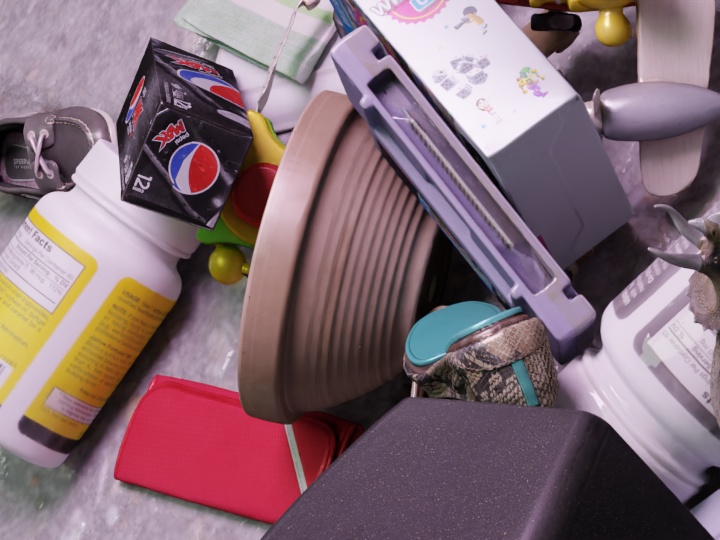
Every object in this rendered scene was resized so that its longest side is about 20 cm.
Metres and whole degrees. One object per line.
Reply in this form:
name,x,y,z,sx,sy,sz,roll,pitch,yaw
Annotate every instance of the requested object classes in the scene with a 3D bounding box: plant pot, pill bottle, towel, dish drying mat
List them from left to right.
pill bottle,-0.191,0.021,1.725,0.200,0.114,0.114,-54,41,3
dish drying mat,-0.082,0.113,1.635,0.200,0.018,0.077,10,74,47
towel,-0.035,-0.233,1.756,0.152,0.023,0.200,28,86,48
plant pot,0.000,0.000,1.535,0.093,0.201,0.201,13,72,9
plant pot,0.068,0.175,1.285,0.199,0.200,0.178,2,55,45
pill bottle,0.197,0.030,1.344,0.200,0.114,0.114,-44,43,15

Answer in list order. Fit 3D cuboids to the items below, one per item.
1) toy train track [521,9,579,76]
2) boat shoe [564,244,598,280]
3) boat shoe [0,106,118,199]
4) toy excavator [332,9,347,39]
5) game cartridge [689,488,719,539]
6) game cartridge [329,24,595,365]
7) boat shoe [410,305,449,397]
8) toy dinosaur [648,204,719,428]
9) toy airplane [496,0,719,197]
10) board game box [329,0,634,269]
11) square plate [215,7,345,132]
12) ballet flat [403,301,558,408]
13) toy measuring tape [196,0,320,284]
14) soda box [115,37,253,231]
toy train track,0.062,-0.099,1.612,0.200,0.033,0.115,-38,74,30
boat shoe,0.080,-0.071,1.546,0.074,0.076,0.200,-43,59,0
boat shoe,-0.231,-0.078,1.830,0.200,0.057,0.067,-1,97,61
toy excavator,0.067,-0.250,1.639,0.200,0.100,0.195,-11,51,8
game cartridge,0.184,0.186,1.321,0.200,0.040,0.133,-39,41,21
game cartridge,0.056,-0.037,1.418,0.038,0.130,0.200,-37,80,-5
boat shoe,0.050,0.117,1.469,0.072,0.065,0.200,-15,56,38
toy dinosaur,0.210,0.050,1.262,0.102,0.200,0.077,-5,20,19
toy airplane,0.165,-0.171,1.448,0.200,0.141,0.199,48,111,13
board game box,0.058,-0.110,1.446,0.064,0.148,0.200,-36,58,-2
square plate,-0.026,-0.190,1.759,0.200,0.028,0.198,-10,60,40
ballet flat,0.066,0.058,1.382,0.068,0.075,0.200,-23,3,-7
toy measuring tape,-0.044,-0.081,1.673,0.074,0.074,0.200,20,87,48
soda box,-0.115,-0.090,1.665,0.200,0.063,0.071,-112,44,-72
